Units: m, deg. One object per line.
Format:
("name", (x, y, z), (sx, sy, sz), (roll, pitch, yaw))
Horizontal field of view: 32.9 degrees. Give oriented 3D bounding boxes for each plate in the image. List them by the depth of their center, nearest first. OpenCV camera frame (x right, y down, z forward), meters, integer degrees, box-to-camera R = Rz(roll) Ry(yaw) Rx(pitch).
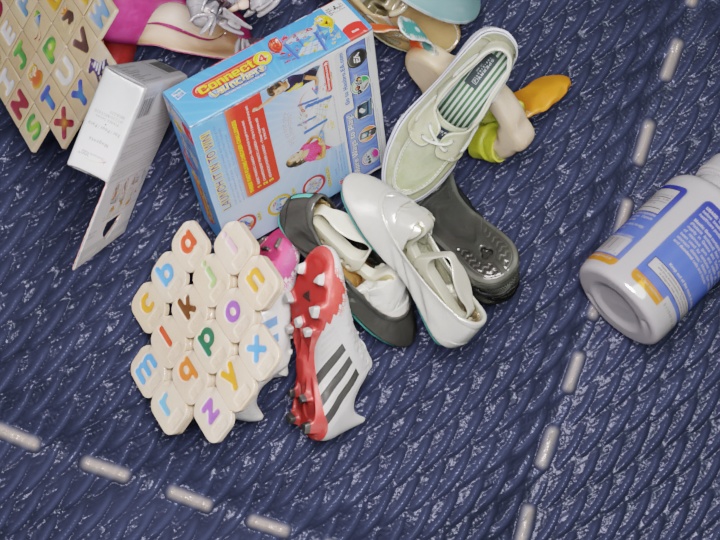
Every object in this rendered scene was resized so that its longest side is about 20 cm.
("plate", (0.052, -0.335, 1.253), (0.199, 0.026, 0.201), (27, 39, -24))

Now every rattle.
("rattle", (0.118, -0.221, 1.252), (0.143, 0.130, 0.200), (-44, 99, -4))

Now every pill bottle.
("pill bottle", (0.334, -0.028, 1.272), (0.200, 0.112, 0.112), (-42, 89, -13))

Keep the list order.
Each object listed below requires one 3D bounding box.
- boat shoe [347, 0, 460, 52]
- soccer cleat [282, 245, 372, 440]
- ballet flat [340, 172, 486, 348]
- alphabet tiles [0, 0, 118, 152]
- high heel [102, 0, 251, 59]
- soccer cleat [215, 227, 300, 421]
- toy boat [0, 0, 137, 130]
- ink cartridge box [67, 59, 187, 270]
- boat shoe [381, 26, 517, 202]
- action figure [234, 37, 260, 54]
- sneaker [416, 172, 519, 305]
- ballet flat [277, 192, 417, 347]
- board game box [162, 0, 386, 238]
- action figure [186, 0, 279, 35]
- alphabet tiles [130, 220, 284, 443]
("boat shoe", (0.031, -0.272, 1.247), (0.199, 0.076, 0.072), (21, 97, -31))
("soccer cleat", (-0.027, 0.070, 1.197), (0.085, 0.068, 0.202), (-8, 108, -33))
("ballet flat", (0.059, -0.018, 1.175), (0.069, 0.069, 0.201), (-34, 96, -12))
("alphabet tiles", (-0.292, -0.216, 1.128), (0.167, 0.006, 0.200), (-51, 58, 26))
("high heel", (-0.179, -0.233, 1.199), (0.096, 0.200, 0.067), (44, 114, 7))
("soccer cleat", (-0.098, 0.057, 1.222), (0.086, 0.070, 0.201), (34, 71, -29))
("toy boat", (-0.287, -0.240, 1.197), (0.130, 0.131, 0.202), (14, 79, -6))
("ink cartridge box", (-0.226, -0.105, 1.129), (0.043, 0.200, 0.175), (25, 101, -3))
("boat shoe", (0.080, -0.146, 1.172), (0.072, 0.062, 0.201), (31, 113, -5))
("action figure", (-0.085, -0.188, 1.227), (0.200, 0.130, 0.069), (-36, 71, -24))
("sneaker", (0.096, -0.038, 1.262), (0.076, 0.114, 0.200), (-38, 61, -8))
("ballet flat", (0.000, 0.000, 1.209), (0.200, 0.068, 0.068), (45, 49, -18))
("board game box", (-0.074, -0.136, 1.178), (0.195, 0.201, 0.056), (-30, 58, -14))
("action figure", (-0.122, -0.318, 1.180), (0.069, 0.130, 0.201), (11, 73, 31))
("alphabet tiles", (-0.148, 0.056, 1.160), (0.200, 0.015, 0.196), (-53, 53, 20))
